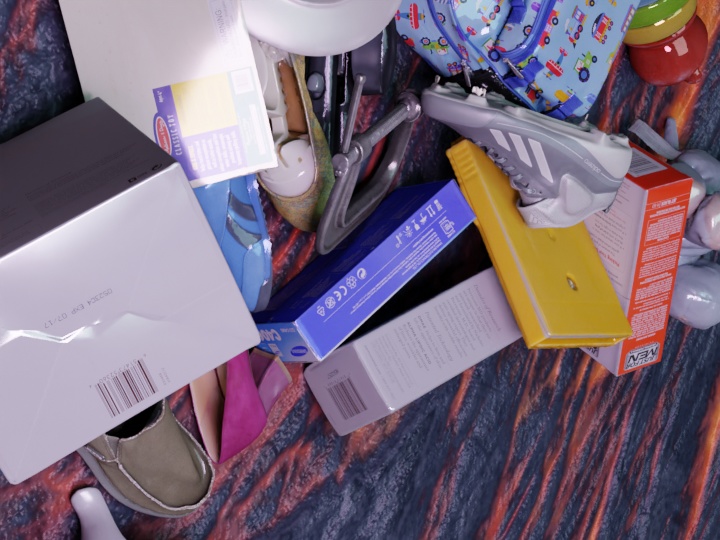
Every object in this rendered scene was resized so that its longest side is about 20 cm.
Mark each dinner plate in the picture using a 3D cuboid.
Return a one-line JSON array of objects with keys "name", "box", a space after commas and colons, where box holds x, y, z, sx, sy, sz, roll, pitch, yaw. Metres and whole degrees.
[{"name": "dinner plate", "box": [-0.045, -0.269, 1.263, 0.199, 0.024, 0.201, 8, 74, -27]}]

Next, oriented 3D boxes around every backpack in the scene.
[{"name": "backpack", "box": [0.125, -0.243, 1.388, 0.200, 0.134, 0.183, 40, 72, -34]}]

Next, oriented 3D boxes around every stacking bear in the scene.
[{"name": "stacking bear", "box": [0.278, -0.264, 1.530, 0.114, 0.121, 0.200, -52, 133, -23]}]

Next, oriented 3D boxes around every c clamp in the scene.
[{"name": "c clamp", "box": [0.012, -0.096, 1.306, 0.200, 0.027, 0.172, -41, 153, -64]}]

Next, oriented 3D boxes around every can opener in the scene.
[{"name": "can opener", "box": [-0.024, -0.130, 1.332, 0.063, 0.078, 0.201, -5, 110, -47]}]

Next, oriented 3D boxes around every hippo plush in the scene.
[{"name": "hippo plush", "box": [0.313, -0.029, 1.573, 0.159, 0.200, 0.161, -11, 133, -51]}]

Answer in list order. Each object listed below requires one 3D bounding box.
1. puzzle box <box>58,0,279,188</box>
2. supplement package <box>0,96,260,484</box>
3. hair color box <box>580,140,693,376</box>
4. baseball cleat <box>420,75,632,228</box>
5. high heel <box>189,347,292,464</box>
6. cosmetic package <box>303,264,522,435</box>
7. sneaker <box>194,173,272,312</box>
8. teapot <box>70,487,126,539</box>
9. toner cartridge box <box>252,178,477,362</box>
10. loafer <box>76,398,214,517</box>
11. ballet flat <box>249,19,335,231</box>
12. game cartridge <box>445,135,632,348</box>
[{"name": "puzzle box", "box": [-0.147, -0.158, 1.195, 0.132, 0.025, 0.201, -14, 103, -6]}, {"name": "supplement package", "box": [-0.206, 0.006, 1.085, 0.191, 0.200, 0.148, -29, 117, -13]}, {"name": "hair color box", "box": [0.246, -0.013, 1.511, 0.061, 0.101, 0.201, -15, 125, -30]}, {"name": "baseball cleat", "box": [0.135, -0.092, 1.349, 0.199, 0.070, 0.107, 15, 104, -15]}, {"name": "high heel", "box": [-0.130, 0.066, 1.274, 0.096, 0.067, 0.200, -53, 126, -22]}, {"name": "cosmetic package", "box": [0.060, 0.064, 1.400, 0.199, 0.102, 0.074, -29, 89, -34]}, {"name": "sneaker", "box": [-0.119, -0.058, 1.271, 0.078, 0.066, 0.201, -15, 110, -18]}, {"name": "teapot", "box": [-0.150, 0.296, 1.256, 0.196, 0.146, 0.201, 12, 109, -12]}, {"name": "toner cartridge box", "box": [0.000, 0.000, 1.348, 0.200, 0.095, 0.043, -42, 107, -26]}, {"name": "loafer", "box": [-0.177, 0.128, 1.236, 0.200, 0.069, 0.075, 45, 56, -35]}, {"name": "ballet flat", "box": [-0.068, -0.122, 1.287, 0.070, 0.071, 0.201, -21, 107, -35]}, {"name": "game cartridge", "box": [0.159, -0.026, 1.427, 0.176, 0.032, 0.201, 4, 59, -57]}]
